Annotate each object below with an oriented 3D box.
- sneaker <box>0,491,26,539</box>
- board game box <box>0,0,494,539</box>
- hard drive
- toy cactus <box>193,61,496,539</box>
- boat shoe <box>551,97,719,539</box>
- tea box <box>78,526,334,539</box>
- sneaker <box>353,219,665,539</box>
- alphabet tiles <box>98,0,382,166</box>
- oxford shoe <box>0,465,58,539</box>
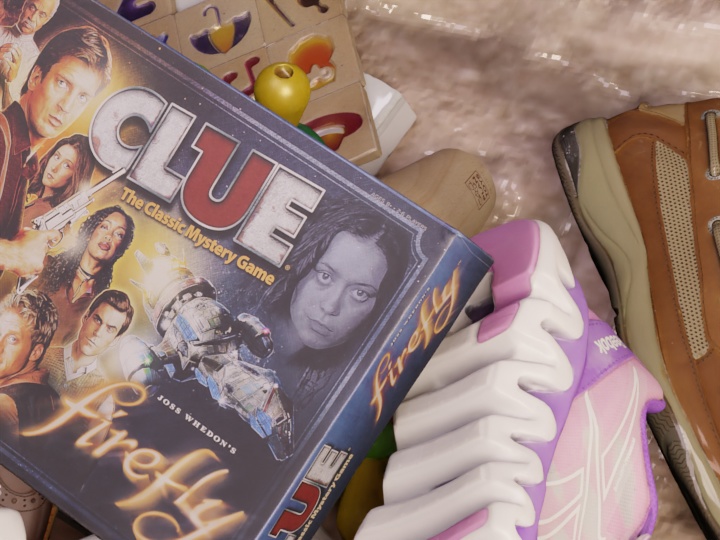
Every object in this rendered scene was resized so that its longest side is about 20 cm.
[{"bbox_3d":[-0.146,0.135,0.836,0.077,0.091,0.200,-18,56,16],"label":"sneaker"},{"bbox_3d":[-0.076,0.000,0.889,0.200,0.035,0.136,33,89,27],"label":"board game box"},{"bbox_3d":[-0.086,-0.008,1.099,0.132,0.026,0.200,28,75,34],"label":"hard drive"},{"bbox_3d":[0.000,0.000,0.988,0.102,0.200,0.165,-35,6,41],"label":"toy cactus"},{"bbox_3d":[0.124,0.018,0.958,0.074,0.076,0.200,-22,56,8],"label":"boat shoe"},{"bbox_3d":[-0.076,0.201,0.905,0.199,0.134,0.197,-21,54,13],"label":"tea box"},{"bbox_3d":[0.046,0.084,0.857,0.080,0.088,0.201,-21,40,43],"label":"sneaker"},{"bbox_3d":[-0.092,-0.047,1.104,0.199,0.008,0.168,-21,55,11],"label":"alphabet tiles"},{"bbox_3d":[-0.127,0.016,0.958,0.071,0.073,0.201,4,72,-15],"label":"oxford shoe"}]
